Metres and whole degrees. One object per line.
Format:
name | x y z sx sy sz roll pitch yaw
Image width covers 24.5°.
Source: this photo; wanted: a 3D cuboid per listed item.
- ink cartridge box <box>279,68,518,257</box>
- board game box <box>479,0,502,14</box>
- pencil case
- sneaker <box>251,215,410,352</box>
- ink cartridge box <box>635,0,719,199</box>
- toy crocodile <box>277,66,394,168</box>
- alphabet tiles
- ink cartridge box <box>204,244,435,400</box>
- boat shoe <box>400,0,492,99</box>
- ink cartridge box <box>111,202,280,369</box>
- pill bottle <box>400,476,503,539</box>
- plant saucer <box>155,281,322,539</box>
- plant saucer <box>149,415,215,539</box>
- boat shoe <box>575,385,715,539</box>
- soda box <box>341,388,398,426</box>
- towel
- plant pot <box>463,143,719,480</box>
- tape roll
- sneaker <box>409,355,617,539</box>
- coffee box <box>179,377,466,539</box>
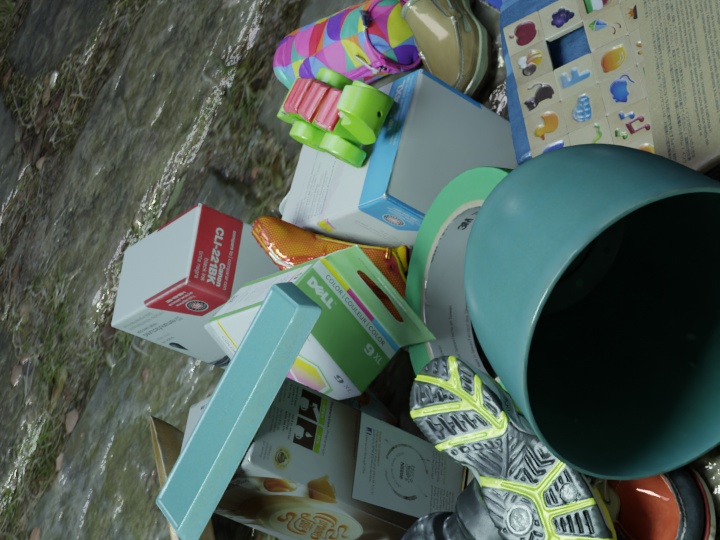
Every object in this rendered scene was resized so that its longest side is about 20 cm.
ink cartridge box | 0.028 -0.072 1.461 0.199 0.128 0.126 -16 53 54
board game box | 0.095 -0.333 1.528 0.097 0.159 0.200 -53 30 18
pencil case | -0.011 -0.227 1.707 0.200 0.088 0.089 -9 59 59
sneaker | 0.000 0.000 1.411 0.078 0.199 0.073 -62 -4 8
ink cartridge box | 0.278 -0.160 1.150 0.164 0.075 0.201 -34 45 43
toy crocodile | -0.027 -0.137 1.408 0.068 0.062 0.200 -61 26 0
alphabet tiles | 0.201 -0.151 1.289 0.166 0.008 0.201 -24 52 21
ink cartridge box | -0.038 0.052 1.358 0.059 0.104 0.200 -47 15 -30
boat shoe | 0.071 -0.232 1.575 0.072 0.076 0.201 -47 33 28
ink cartridge box | -0.107 0.030 1.536 0.144 0.199 0.084 -26 49 49
pill bottle | 0.057 0.244 1.171 0.200 0.111 0.112 -53 30 19
plant saucer | -0.093 0.102 1.216 0.201 0.019 0.070 -62 28 4
plant saucer | -0.161 0.231 1.547 0.200 0.035 0.202 169 90 -80
boat shoe | 0.172 0.132 1.120 0.071 0.062 0.200 -53 31 15
soda box | -0.058 0.151 1.471 0.200 0.068 0.064 -25 23 50
towel | 0.172 -0.175 1.377 0.111 0.048 0.201 -29 45 33
plant pot | 0.158 0.009 1.082 0.201 0.200 0.161 -58 33 11
tape roll | 0.105 0.022 1.274 0.200 0.048 0.202 -12 76 60
sneaker | 0.116 0.134 1.111 0.075 0.076 0.200 -47 57 18
coffee box | -0.029 0.161 1.291 0.114 0.199 0.080 -27 45 48
